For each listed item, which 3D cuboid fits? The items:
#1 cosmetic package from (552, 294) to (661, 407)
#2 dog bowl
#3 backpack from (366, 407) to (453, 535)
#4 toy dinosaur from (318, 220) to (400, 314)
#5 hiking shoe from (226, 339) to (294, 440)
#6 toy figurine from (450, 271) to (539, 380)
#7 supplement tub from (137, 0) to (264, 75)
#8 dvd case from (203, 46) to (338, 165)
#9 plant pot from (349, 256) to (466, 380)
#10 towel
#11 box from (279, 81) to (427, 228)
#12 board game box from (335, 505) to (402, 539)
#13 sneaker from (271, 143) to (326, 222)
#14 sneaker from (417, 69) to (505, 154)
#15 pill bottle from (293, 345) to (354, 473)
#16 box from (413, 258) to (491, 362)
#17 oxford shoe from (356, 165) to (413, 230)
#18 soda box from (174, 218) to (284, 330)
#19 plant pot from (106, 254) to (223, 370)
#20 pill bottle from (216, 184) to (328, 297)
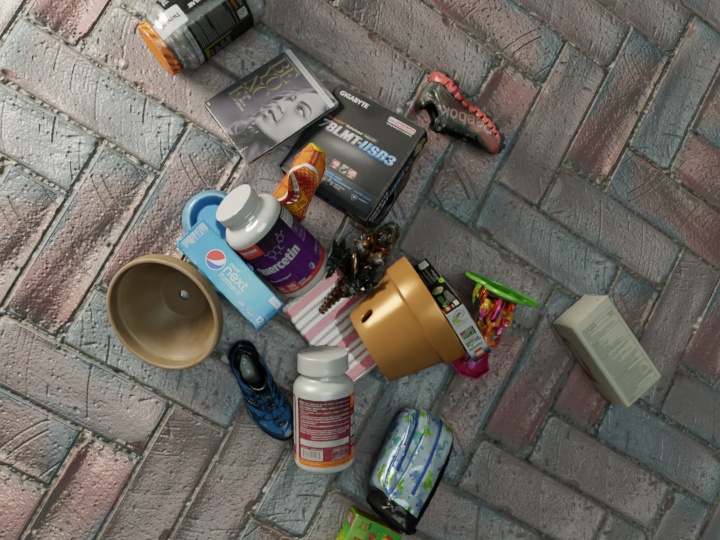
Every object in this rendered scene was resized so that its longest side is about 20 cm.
[{"bbox_3d":[0.489,0.157,1.323,0.103,0.087,0.201,-36,98,-9],"label":"cosmetic package"},{"bbox_3d":[-0.248,-0.047,1.182,0.110,0.050,0.202,-17,94,-12],"label":"dog bowl"},{"bbox_3d":[0.090,0.351,1.202,0.154,0.163,0.200,44,74,6],"label":"backpack"},{"bbox_3d":[0.000,0.000,1.180,0.101,0.136,0.202,21,98,10],"label":"toy dinosaur"},{"bbox_3d":[-0.178,0.220,1.175,0.074,0.087,0.201,-32,96,-11],"label":"hiking shoe"},{"bbox_3d":[0.229,0.118,1.230,0.149,0.200,0.186,23,97,3],"label":"toy figurine"},{"bbox_3d":[-0.274,-0.435,1.144,0.200,0.122,0.123,-41,97,-11],"label":"supplement tub"},{"bbox_3d":[-0.161,-0.299,1.196,0.199,0.016,0.149,-35,76,-11],"label":"dvd case"},{"bbox_3d":[0.073,0.097,1.159,0.139,0.200,0.201,-33,96,1],"label":"plant pot"},{"bbox_3d":[-0.035,0.102,1.241,0.146,0.030,0.201,-38,94,-11],"label":"towel"},{"bbox_3d":[-0.012,-0.211,1.197,0.199,0.050,0.200,33,84,17],"label":"box"},{"bbox_3d":[-0.013,0.555,1.227,0.101,0.048,0.202,27,84,-11],"label":"board game box"},{"bbox_3d":[-0.106,-0.142,1.151,0.073,0.200,0.078,32,55,-14],"label":"sneaker"},{"bbox_3d":[0.188,-0.283,1.271,0.200,0.071,0.098,43,81,-7],"label":"sneaker"},{"bbox_3d":[-0.065,0.243,1.175,0.108,0.110,0.203,-2,99,-12],"label":"pill bottle"},{"bbox_3d":[0.155,0.064,1.156,0.035,0.200,0.111,-32,115,2],"label":"box"},{"bbox_3d":[0.058,-0.168,1.239,0.071,0.073,0.202,25,84,-11],"label":"oxford shoe"},{"bbox_3d":[-0.221,0.008,1.127,0.064,0.068,0.200,-43,98,-10],"label":"soda box"},{"bbox_3d":[-0.317,0.059,1.125,0.198,0.093,0.203,4,112,10],"label":"plant pot"},{"bbox_3d":[-0.151,-0.051,1.138,0.113,0.112,0.200,-50,125,-9],"label":"pill bottle"}]
